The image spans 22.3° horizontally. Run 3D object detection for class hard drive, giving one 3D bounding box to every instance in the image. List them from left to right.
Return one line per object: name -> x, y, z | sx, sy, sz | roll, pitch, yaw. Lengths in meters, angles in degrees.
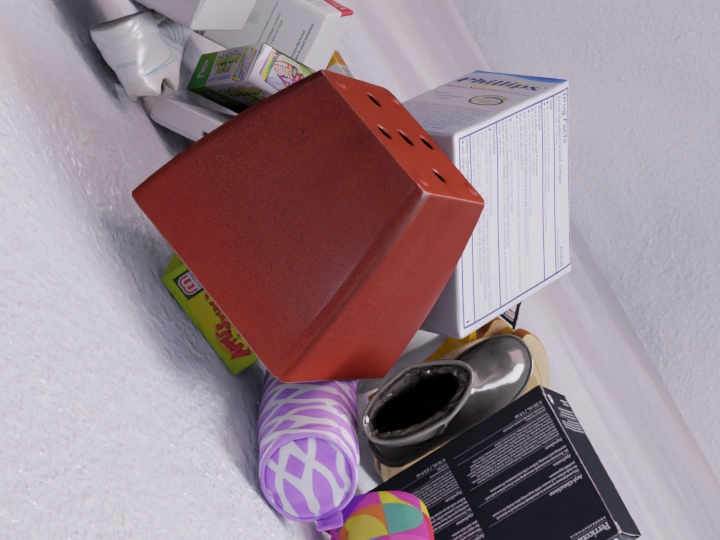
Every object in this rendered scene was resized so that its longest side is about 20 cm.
hard drive -> -0.106, -0.122, 1.755 | 0.131, 0.027, 0.200 | 25, 7, 15

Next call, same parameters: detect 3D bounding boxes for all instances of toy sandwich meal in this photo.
toy sandwich meal -> 0.090, 0.128, 1.697 | 0.070, 0.205, 0.205 | 40, -1, 43

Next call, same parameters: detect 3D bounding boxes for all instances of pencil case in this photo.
pencil case -> -0.040, 0.122, 1.470 | 0.200, 0.083, 0.086 | -85, 161, -66
pencil case -> 0.025, 0.256, 1.390 | 0.088, 0.088, 0.200 | 48, 14, -32

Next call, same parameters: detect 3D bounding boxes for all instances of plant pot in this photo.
plant pot -> -0.022, -0.046, 1.450 | 0.200, 0.176, 0.200 | 50, 17, 18

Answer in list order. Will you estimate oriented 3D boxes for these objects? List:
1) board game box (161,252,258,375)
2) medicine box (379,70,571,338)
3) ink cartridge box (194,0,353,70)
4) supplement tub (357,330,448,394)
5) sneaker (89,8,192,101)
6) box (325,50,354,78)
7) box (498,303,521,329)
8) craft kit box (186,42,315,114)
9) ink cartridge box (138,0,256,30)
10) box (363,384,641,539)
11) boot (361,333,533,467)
board game box -> -0.107, 0.001, 1.561 | 0.102, 0.047, 0.200 | 54, 14, -14
medicine box -> 0.097, -0.063, 1.611 | 0.200, 0.103, 0.183 | -28, 122, -50
ink cartridge box -> -0.122, -0.276, 1.887 | 0.199, 0.084, 0.144 | 29, 13, 5
supplement tub -> 0.000, 0.000, 1.733 | 0.201, 0.144, 0.144 | 60, 14, 10
sneaker -> -0.196, -0.201, 1.693 | 0.200, 0.070, 0.081 | -55, 127, -73
box -> -0.027, -0.124, 1.971 | 0.201, 0.119, 0.041 | 59, 14, 10
box -> 0.103, 0.077, 1.922 | 0.200, 0.049, 0.161 | 32, 70, -63
craft kit box -> -0.051, -0.157, 1.784 | 0.197, 0.049, 0.200 | 28, -7, -20
ink cartridge box -> -0.194, -0.297, 1.658 | 0.199, 0.085, 0.145 | 29, 14, 10
box -> 0.111, 0.210, 1.532 | 0.142, 0.200, 0.079 | 63, 15, 22
boot -> 0.075, 0.097, 1.511 | 0.073, 0.182, 0.200 | 49, -10, 15
